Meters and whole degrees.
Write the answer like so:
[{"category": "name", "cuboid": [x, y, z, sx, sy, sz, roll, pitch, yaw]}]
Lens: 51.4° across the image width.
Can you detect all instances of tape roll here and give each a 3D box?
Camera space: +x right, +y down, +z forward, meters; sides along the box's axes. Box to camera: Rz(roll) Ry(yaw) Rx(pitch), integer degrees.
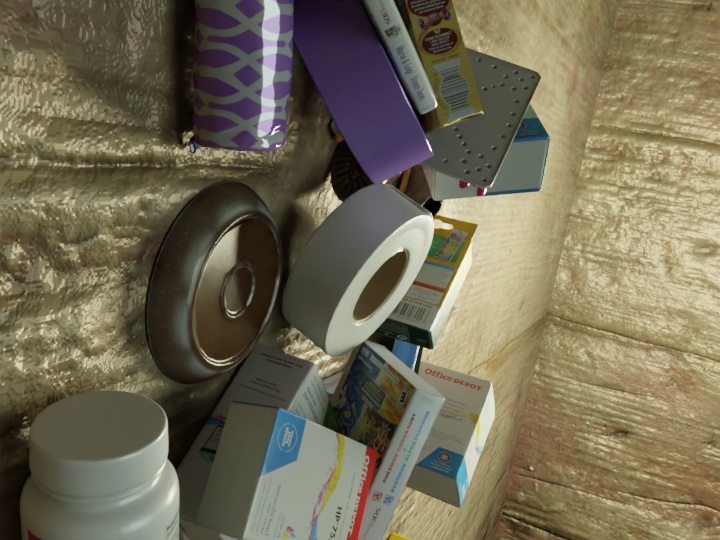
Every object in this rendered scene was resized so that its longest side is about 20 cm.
[{"category": "tape roll", "cuboid": [-0.002, -0.185, 0.702, 0.201, 0.065, 0.200, 61, 9, -17]}, {"category": "tape roll", "cuboid": [0.000, 0.000, 0.877, 0.202, 0.071, 0.203, -45, 158, -23]}]

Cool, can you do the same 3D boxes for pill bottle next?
[{"category": "pill bottle", "cuboid": [-0.195, 0.202, 0.567, 0.113, 0.112, 0.202, -32, 131, -59]}]

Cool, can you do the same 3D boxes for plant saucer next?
[{"category": "plant saucer", "cuboid": [-0.128, 0.016, 0.722, 0.200, 0.032, 0.202, -48, 146, -48]}]

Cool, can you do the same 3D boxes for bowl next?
[{"category": "bowl", "cuboid": [0.069, 0.174, 1.207, 0.201, 0.039, 0.203, 12, 90, -82]}]

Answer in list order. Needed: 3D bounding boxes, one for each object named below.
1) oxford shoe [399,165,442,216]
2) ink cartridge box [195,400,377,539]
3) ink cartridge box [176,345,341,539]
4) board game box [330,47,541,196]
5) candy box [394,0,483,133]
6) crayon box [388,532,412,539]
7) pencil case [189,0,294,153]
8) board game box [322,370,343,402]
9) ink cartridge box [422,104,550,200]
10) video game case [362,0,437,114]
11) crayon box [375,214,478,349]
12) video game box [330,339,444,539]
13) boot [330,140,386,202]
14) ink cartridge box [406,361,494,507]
[{"category": "oxford shoe", "cuboid": [0.095, -0.117, 1.107, 0.201, 0.072, 0.072, -63, 154, -29]}, {"category": "ink cartridge box", "cuboid": [-0.053, 0.213, 0.726, 0.200, 0.067, 0.117, 35, 62, -45]}, {"category": "ink cartridge box", "cuboid": [-0.111, 0.208, 0.804, 0.201, 0.083, 0.145, -60, 151, -32]}, {"category": "board game box", "cuboid": [0.093, -0.196, 0.898, 0.026, 0.199, 0.201, 94, 21, -57]}, {"category": "candy box", "cuboid": [0.058, -0.247, 0.788, 0.117, 0.056, 0.202, -168, -122, -74]}, {"category": "crayon box", "cuboid": [0.056, 0.667, 1.513, 0.173, 0.058, 0.201, -51, 147, -46]}, {"category": "pencil case", "cuboid": [-0.094, -0.194, 0.606, 0.086, 0.083, 0.202, -90, -174, -69]}, {"category": "board game box", "cuboid": [-0.030, 0.245, 1.075, 0.200, 0.041, 0.202, -11, 113, -65]}, {"category": "ink cartridge box", "cuboid": [0.147, -0.187, 0.989, 0.201, 0.144, 0.084, -100, -174, -49]}, {"category": "video game case", "cuboid": [0.003, -0.260, 0.656, 0.201, 0.024, 0.182, 69, 10, 25]}, {"category": "crayon box", "cuboid": [0.081, 0.007, 1.082, 0.201, 0.125, 0.052, -61, 154, -31]}, {"category": "video game box", "cuboid": [0.007, 0.193, 0.880, 0.184, 0.046, 0.200, -68, -159, 3]}, {"category": "boot", "cuboid": [0.026, -0.139, 0.940, 0.108, 0.074, 0.201, 82, 30, -52]}, {"category": "ink cartridge box", "cuboid": [0.152, 0.304, 1.402, 0.201, 0.146, 0.145, -61, 154, -29]}]
